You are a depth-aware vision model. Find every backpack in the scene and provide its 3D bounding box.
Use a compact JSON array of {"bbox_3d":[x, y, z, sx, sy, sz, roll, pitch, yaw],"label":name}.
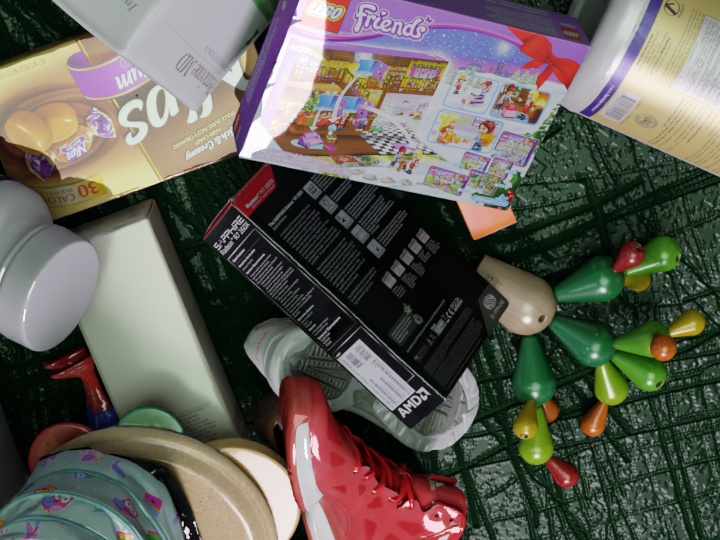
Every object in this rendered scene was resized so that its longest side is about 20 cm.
[{"bbox_3d":[-0.176,0.223,1.088,0.166,0.127,0.201,0,115,9],"label":"backpack"}]

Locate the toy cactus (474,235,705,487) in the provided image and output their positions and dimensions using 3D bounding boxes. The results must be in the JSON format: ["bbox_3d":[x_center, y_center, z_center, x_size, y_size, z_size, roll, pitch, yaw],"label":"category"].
[{"bbox_3d":[0.151,0.049,1.197,0.164,0.102,0.201,31,110,0],"label":"toy cactus"}]

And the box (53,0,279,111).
[{"bbox_3d":[-0.141,-0.238,1.014,0.200,0.199,0.171,42,91,8],"label":"box"}]

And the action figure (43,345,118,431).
[{"bbox_3d":[-0.186,0.159,1.220,0.051,0.065,0.201,-27,104,-18],"label":"action figure"}]

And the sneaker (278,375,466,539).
[{"bbox_3d":[0.011,0.136,1.121,0.115,0.079,0.201,-11,139,1],"label":"sneaker"}]

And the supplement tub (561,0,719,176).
[{"bbox_3d":[0.247,-0.145,1.114,0.199,0.145,0.146,22,103,-8],"label":"supplement tub"}]

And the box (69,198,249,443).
[{"bbox_3d":[-0.153,0.056,1.191,0.082,0.068,0.201,-18,104,3],"label":"box"}]

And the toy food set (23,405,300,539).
[{"bbox_3d":[-0.154,0.187,1.166,0.197,0.049,0.201,21,118,-7],"label":"toy food set"}]

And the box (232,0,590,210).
[{"bbox_3d":[0.032,-0.119,1.047,0.199,0.039,0.137,10,126,-22],"label":"box"}]

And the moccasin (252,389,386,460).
[{"bbox_3d":[0.002,0.166,1.217,0.074,0.078,0.202,-38,109,5],"label":"moccasin"}]

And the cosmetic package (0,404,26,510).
[{"bbox_3d":[-0.350,0.129,1.134,0.164,0.200,0.166,-17,103,2],"label":"cosmetic package"}]

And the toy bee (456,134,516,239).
[{"bbox_3d":[0.063,-0.126,1.146,0.130,0.109,0.201,-6,130,-7],"label":"toy bee"}]

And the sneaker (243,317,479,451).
[{"bbox_3d":[0.001,0.072,1.199,0.199,0.099,0.078,24,92,-34],"label":"sneaker"}]

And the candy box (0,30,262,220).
[{"bbox_3d":[-0.162,-0.120,1.151,0.199,0.056,0.117,-18,104,4],"label":"candy box"}]

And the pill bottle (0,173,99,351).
[{"bbox_3d":[-0.282,-0.022,1.105,0.199,0.111,0.112,25,104,20],"label":"pill bottle"}]

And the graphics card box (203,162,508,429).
[{"bbox_3d":[0.000,0.000,1.132,0.200,0.126,0.051,41,132,-3],"label":"graphics card box"}]
